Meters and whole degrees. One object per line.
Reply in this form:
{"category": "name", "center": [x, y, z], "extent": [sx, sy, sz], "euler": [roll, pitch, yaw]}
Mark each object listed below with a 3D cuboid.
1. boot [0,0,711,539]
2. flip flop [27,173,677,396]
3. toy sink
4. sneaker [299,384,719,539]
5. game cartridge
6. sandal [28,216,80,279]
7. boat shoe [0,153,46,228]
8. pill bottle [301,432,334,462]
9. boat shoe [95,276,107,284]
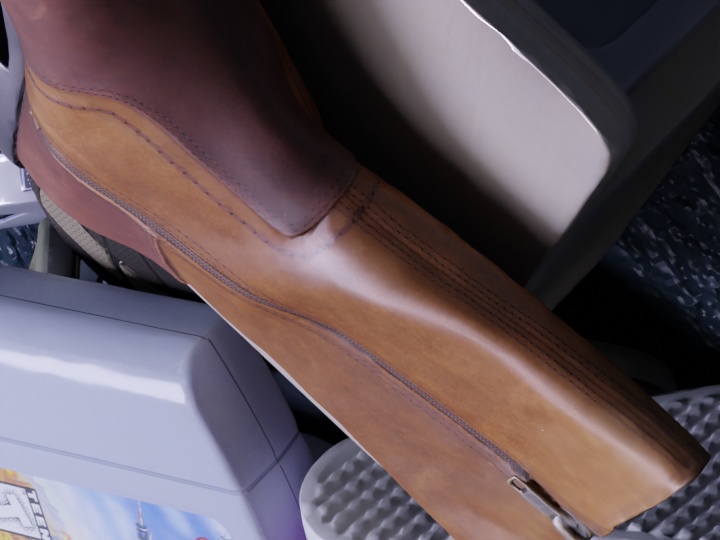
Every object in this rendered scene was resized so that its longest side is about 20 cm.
{"category": "boot", "center": [-0.008, -0.015, 0.634], "extent": [0.200, 0.068, 0.188], "euler": [44, 151, 4]}
{"category": "flip flop", "center": [0.000, 0.000, 0.841], "extent": [0.200, 0.058, 0.081], "euler": [17, 166, -1]}
{"category": "toy sink", "center": [0.020, -0.061, 0.727], "extent": [0.130, 0.112, 0.200], "euler": [42, 152, 8]}
{"category": "sneaker", "center": [0.091, 0.094, 0.809], "extent": [0.200, 0.073, 0.114], "euler": [0, 131, 18]}
{"category": "game cartridge", "center": [-0.063, 0.092, 0.870], "extent": [0.133, 0.042, 0.200], "euler": [13, 131, 35]}
{"category": "sandal", "center": [-0.147, 0.052, 0.990], "extent": [0.057, 0.080, 0.201], "euler": [19, 139, -24]}
{"category": "boat shoe", "center": [-0.141, -0.048, 0.981], "extent": [0.200, 0.071, 0.070], "euler": [-9, 87, 63]}
{"category": "pill bottle", "center": [-0.084, 0.114, 1.036], "extent": [0.200, 0.112, 0.112], "euler": [-6, 120, 52]}
{"category": "boat shoe", "center": [-0.055, -0.001, 0.919], "extent": [0.070, 0.066, 0.200], "euler": [42, 147, 7]}
